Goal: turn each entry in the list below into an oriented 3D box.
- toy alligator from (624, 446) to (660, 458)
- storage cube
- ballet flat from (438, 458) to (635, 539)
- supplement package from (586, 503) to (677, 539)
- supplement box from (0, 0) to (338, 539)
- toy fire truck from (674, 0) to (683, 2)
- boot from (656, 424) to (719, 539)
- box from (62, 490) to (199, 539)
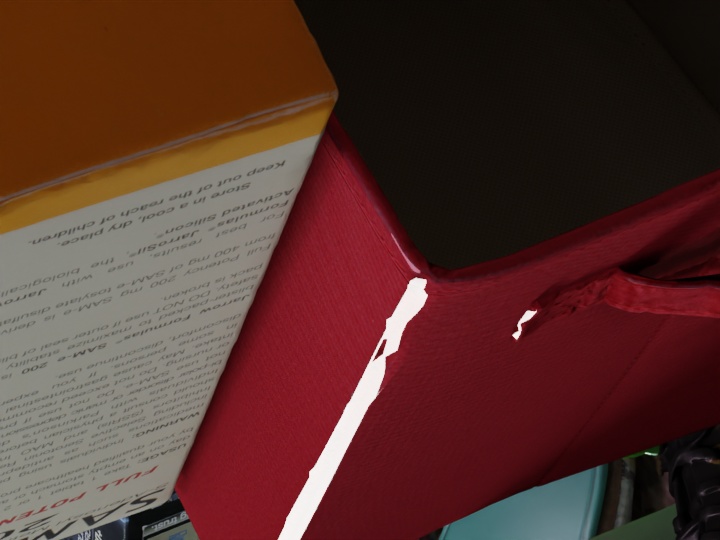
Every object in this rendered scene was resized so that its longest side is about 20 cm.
[{"bbox_3d":[0.043,0.028,0.772,0.054,0.200,0.059,55,128,33],"label":"toy alligator"},{"bbox_3d":[0.025,-0.051,0.651,0.200,0.171,0.180,62,155,18],"label":"storage cube"},{"bbox_3d":[0.051,0.134,0.956,0.069,0.071,0.200,26,96,43],"label":"ballet flat"},{"bbox_3d":[0.102,0.171,0.849,0.117,0.117,0.200,54,151,35],"label":"supplement package"},{"bbox_3d":[-0.081,-0.029,0.592,0.126,0.073,0.200,63,157,19],"label":"supplement box"},{"bbox_3d":[0.130,-0.032,0.715,0.200,0.049,0.141,51,150,34],"label":"toy fire truck"},{"bbox_3d":[0.084,0.085,0.723,0.077,0.200,0.138,-52,57,46],"label":"boot"},{"bbox_3d":[0.000,0.000,0.827,0.086,0.200,0.164,51,150,35],"label":"box"}]
